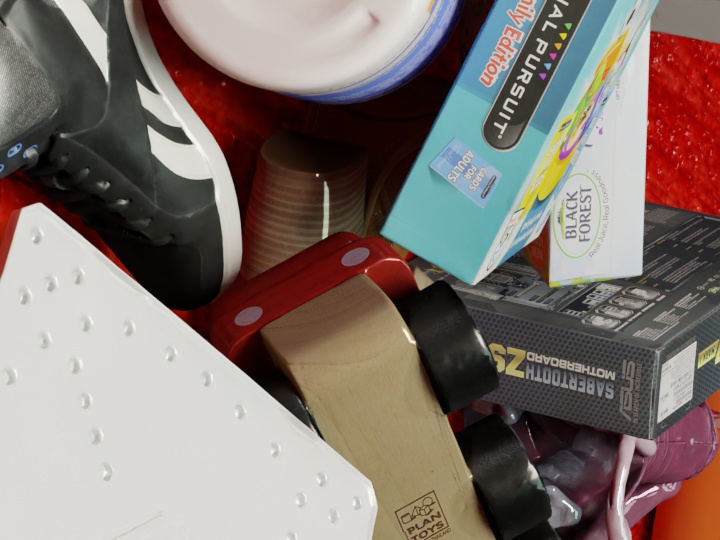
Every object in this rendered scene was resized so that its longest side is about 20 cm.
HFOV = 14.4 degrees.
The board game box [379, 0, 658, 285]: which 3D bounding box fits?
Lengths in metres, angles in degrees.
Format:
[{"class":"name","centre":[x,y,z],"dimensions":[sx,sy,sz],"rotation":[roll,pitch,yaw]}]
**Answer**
[{"class":"board game box","centre":[0.087,-0.101,1.176],"dimensions":[0.201,0.047,0.151],"rotation":[-63,172,14]}]

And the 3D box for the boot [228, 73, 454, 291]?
[{"class":"boot","centre":[0.000,0.000,1.289],"dimensions":[0.200,0.076,0.156],"rotation":[-45,146,-61]}]

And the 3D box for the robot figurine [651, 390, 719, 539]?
[{"class":"robot figurine","centre":[0.239,0.126,1.730],"dimensions":[0.143,0.116,0.202],"rotation":[-2,104,-55]}]

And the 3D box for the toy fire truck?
[{"class":"toy fire truck","centre":[0.007,0.052,1.150],"dimensions":[0.128,0.200,0.177],"rotation":[-29,121,-8]}]

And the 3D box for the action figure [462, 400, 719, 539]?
[{"class":"action figure","centre":[0.141,0.079,1.512],"dimensions":[0.199,0.148,0.135],"rotation":[1,95,-47]}]

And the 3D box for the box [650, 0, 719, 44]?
[{"class":"box","centre":[0.199,-0.238,1.419],"dimensions":[0.172,0.199,0.200],"rotation":[-54,143,-33]}]

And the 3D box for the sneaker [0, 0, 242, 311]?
[{"class":"sneaker","centre":[-0.118,-0.043,1.065],"dimensions":[0.112,0.073,0.201],"rotation":[-49,133,-36]}]

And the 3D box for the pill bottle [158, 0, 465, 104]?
[{"class":"pill bottle","centre":[-0.014,-0.122,1.128],"dimensions":[0.200,0.111,0.113],"rotation":[-4,106,-84]}]

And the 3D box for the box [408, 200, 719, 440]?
[{"class":"box","centre":[0.117,0.016,1.415],"dimensions":[0.200,0.157,0.051],"rotation":[-28,126,-56]}]

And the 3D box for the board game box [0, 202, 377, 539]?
[{"class":"board game box","centre":[-0.077,0.113,0.922],"dimensions":[0.200,0.026,0.201],"rotation":[43,48,-40]}]

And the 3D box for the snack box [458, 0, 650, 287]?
[{"class":"snack box","centre":[0.089,-0.113,1.336],"dimensions":[0.053,0.142,0.201],"rotation":[-6,114,-13]}]
